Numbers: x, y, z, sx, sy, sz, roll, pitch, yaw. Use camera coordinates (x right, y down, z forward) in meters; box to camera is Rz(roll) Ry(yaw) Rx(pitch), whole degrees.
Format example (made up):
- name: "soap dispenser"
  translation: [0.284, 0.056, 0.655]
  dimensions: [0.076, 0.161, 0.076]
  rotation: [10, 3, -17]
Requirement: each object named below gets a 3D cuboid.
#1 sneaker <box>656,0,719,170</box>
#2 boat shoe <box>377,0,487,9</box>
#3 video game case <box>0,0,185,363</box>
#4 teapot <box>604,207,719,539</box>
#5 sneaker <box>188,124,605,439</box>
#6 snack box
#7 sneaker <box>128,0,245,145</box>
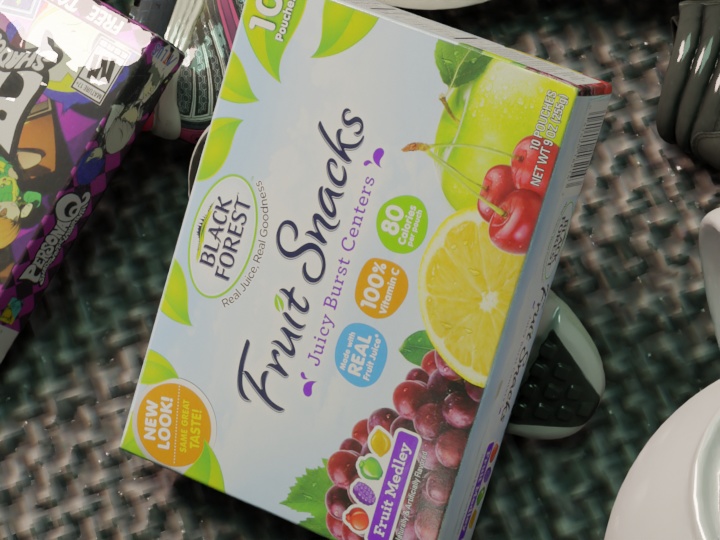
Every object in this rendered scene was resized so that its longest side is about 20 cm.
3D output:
- name: "sneaker"
  translation: [0.195, -0.119, 1.101]
  dimensions: [0.099, 0.071, 0.201]
  rotation: [22, 63, 17]
- name: "boat shoe"
  translation: [0.078, -0.163, 1.126]
  dimensions: [0.199, 0.061, 0.074]
  rotation: [-1, 46, 24]
- name: "video game case"
  translation: [-0.201, -0.064, 1.085]
  dimensions: [0.199, 0.036, 0.182]
  rotation: [31, 89, 23]
- name: "teapot"
  translation: [0.177, 0.098, 0.913]
  dimensions: [0.199, 0.146, 0.198]
  rotation: [22, 61, 20]
- name: "sneaker"
  translation: [0.025, -0.008, 1.046]
  dimensions: [0.200, 0.075, 0.081]
  rotation: [38, 29, 14]
- name: "snack box"
  translation: [0.000, 0.000, 0.981]
  dimensions: [0.142, 0.053, 0.201]
  rotation: [21, 103, 20]
- name: "sneaker"
  translation: [-0.058, -0.142, 1.145]
  dimensions: [0.074, 0.081, 0.201]
  rotation: [15, 64, -4]
